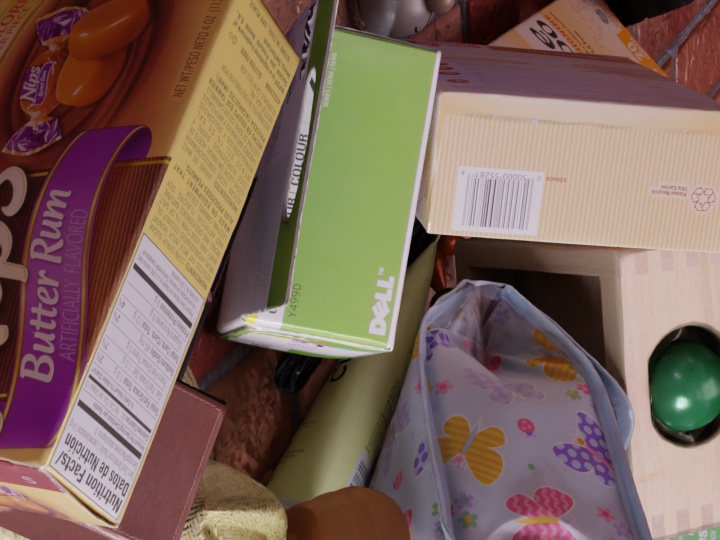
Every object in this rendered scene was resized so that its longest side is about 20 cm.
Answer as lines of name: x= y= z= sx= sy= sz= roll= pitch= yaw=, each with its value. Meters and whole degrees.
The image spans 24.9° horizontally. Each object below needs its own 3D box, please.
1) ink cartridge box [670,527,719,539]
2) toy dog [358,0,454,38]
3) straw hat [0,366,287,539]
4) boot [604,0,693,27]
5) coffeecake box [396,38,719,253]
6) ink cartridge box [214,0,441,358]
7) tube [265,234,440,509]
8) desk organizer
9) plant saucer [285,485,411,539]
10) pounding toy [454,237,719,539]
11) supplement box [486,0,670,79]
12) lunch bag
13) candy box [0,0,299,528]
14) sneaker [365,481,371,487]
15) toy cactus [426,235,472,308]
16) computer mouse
ink cartridge box: x=0.195 y=0.200 z=1.216 sx=0.146 sy=0.200 sz=0.084 roll=6 pitch=88 yaw=-65
toy dog: x=0.041 y=-0.232 z=0.892 sx=0.132 sy=0.096 sz=0.200 roll=-60 pitch=146 yaw=-40
straw hat: x=-0.079 y=0.124 z=0.739 sx=0.201 sy=0.085 sz=0.202 roll=-29 pitch=123 yaw=-60
boot: x=0.174 y=-0.259 z=1.175 sx=0.168 sy=0.076 sz=0.200 roll=65 pitch=-13 yaw=-6
coffeecake box: x=0.096 y=-0.072 z=0.874 sx=0.200 sy=0.153 sz=0.073 roll=-115 pitch=-151 yaw=-73
ink cartridge box: x=-0.008 y=-0.039 z=0.746 sx=0.200 sy=0.076 sz=0.148 roll=160 pitch=-59 yaw=-77
tube: x=0.000 y=0.069 z=0.942 sx=0.052 sy=0.058 sz=0.200 roll=55 pitch=45 yaw=-32
desk organizer: x=-0.090 y=0.017 z=0.668 sx=0.077 sy=0.072 sz=0.200 roll=29 pitch=64 yaw=-23
plant saucer: x=-0.045 y=0.190 z=0.767 sx=0.037 sy=0.200 sz=0.200 roll=29 pitch=61 yaw=-17
pounding toy: x=0.169 y=0.070 z=0.911 sx=0.142 sy=0.200 sz=0.185 roll=-8 pitch=96 yaw=-29
supplement box: x=0.137 y=-0.106 z=1.086 sx=0.126 sy=0.074 sz=0.200 roll=49 pitch=34 yaw=0
lunch bag: x=0.064 y=0.125 z=0.834 sx=0.200 sy=0.127 sz=0.170 roll=-101 pitch=-158 yaw=-49
candy box: x=-0.112 y=-0.014 z=0.597 sx=0.056 sy=0.116 sz=0.200 roll=55 pitch=48 yaw=-51
sneaker: x=0.036 y=0.171 z=1.007 sx=0.200 sy=0.074 sz=0.089 roll=-6 pitch=117 yaw=-43
toy cactus: x=0.105 y=0.028 z=1.087 sx=0.200 sy=0.102 sz=0.165 roll=64 pitch=13 yaw=-1
computer mouse: x=0.000 y=0.000 z=0.950 sx=0.200 sy=0.034 sz=0.059 roll=-49 pitch=167 yaw=-44
